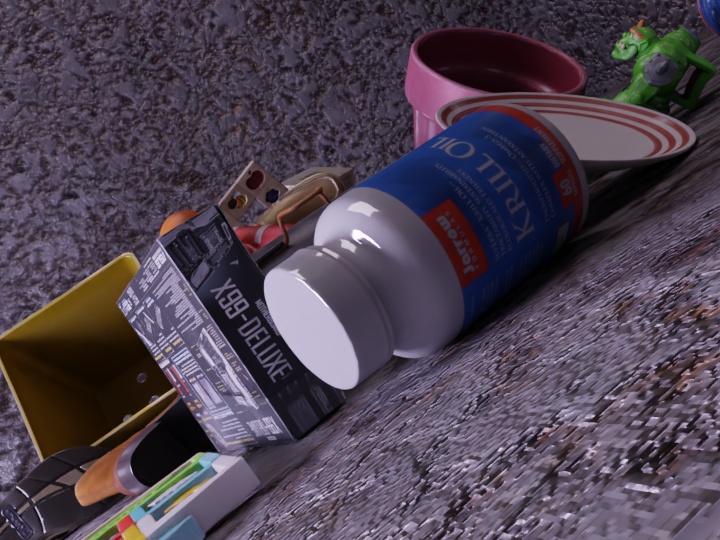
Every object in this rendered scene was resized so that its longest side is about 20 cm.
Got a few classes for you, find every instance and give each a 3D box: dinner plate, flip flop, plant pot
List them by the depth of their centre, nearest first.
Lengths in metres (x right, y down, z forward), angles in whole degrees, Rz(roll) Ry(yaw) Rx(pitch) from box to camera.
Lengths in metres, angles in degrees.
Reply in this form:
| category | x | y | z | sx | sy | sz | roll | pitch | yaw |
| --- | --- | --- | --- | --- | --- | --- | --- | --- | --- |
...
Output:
| category | x | y | z | sx | sy | sz | roll | pitch | yaw |
| --- | --- | --- | --- | --- | --- | --- | --- | --- | --- |
| dinner plate | 0.159 | -0.109 | 0.619 | 0.199 | 0.024 | 0.200 | 3 | 26 | -1 |
| flip flop | -0.336 | 0.260 | 0.818 | 0.200 | 0.081 | 0.058 | -40 | -11 | -13 |
| plant pot | 0.142 | -0.160 | 0.905 | 0.200 | 0.200 | 0.179 | -36 | -35 | -45 |
| plant pot | -0.292 | 0.138 | 0.972 | 0.200 | 0.200 | 0.177 | -35 | -29 | -6 |

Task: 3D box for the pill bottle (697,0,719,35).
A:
| category | x | y | z | sx | sy | sz | roll | pitch | yaw |
| --- | --- | --- | --- | --- | --- | --- | --- | --- | --- |
| pill bottle | 0.412 | -0.293 | 0.777 | 0.112 | 0.112 | 0.200 | -34 | 1 | 17 |

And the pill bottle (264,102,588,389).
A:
| category | x | y | z | sx | sy | sz | roll | pitch | yaw |
| --- | --- | --- | --- | --- | --- | --- | --- | --- | --- |
| pill bottle | 0.042 | -0.016 | 0.488 | 0.200 | 0.112 | 0.112 | -37 | 3 | -29 |

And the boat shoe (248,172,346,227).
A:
| category | x | y | z | sx | sy | sz | roll | pitch | yaw |
| --- | --- | --- | --- | --- | --- | --- | --- | --- | --- |
| boat shoe | -0.098 | -0.039 | 0.892 | 0.200 | 0.072 | 0.076 | -45 | -11 | 3 |

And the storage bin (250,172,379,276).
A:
| category | x | y | z | sx | sy | sz | roll | pitch | yaw |
| --- | --- | --- | --- | --- | --- | --- | --- | --- | --- |
| storage bin | 0.001 | 0.000 | 0.634 | 0.200 | 0.146 | 0.134 | -35 | 12 | -17 |

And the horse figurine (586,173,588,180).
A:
| category | x | y | z | sx | sy | sz | roll | pitch | yaw |
| --- | --- | --- | --- | --- | --- | --- | --- | --- | --- |
| horse figurine | 0.143 | -0.066 | 0.728 | 0.132 | 0.050 | 0.200 | -26 | -1 | 3 |

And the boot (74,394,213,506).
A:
| category | x | y | z | sx | sy | sz | roll | pitch | yaw |
| --- | --- | --- | --- | --- | --- | --- | --- | --- | --- |
| boot | -0.180 | 0.160 | 0.773 | 0.188 | 0.068 | 0.200 | -49 | 10 | -35 |

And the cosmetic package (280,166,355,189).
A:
| category | x | y | z | sx | sy | sz | roll | pitch | yaw |
| --- | --- | --- | --- | --- | --- | --- | --- | --- | --- |
| cosmetic package | -0.050 | -0.035 | 1.087 | 0.073 | 0.201 | 0.103 | 6 | 24 | 29 |

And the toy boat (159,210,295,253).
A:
| category | x | y | z | sx | sy | sz | roll | pitch | yaw |
| --- | --- | --- | --- | --- | --- | --- | --- | --- | --- |
| toy boat | -0.145 | -0.008 | 0.767 | 0.200 | 0.131 | 0.131 | 0 | 53 | 44 |

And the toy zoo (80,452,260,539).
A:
| category | x | y | z | sx | sy | sz | roll | pitch | yaw |
| --- | --- | --- | --- | --- | --- | --- | --- | --- | --- |
| toy zoo | -0.132 | 0.159 | 0.472 | 0.131 | 0.020 | 0.200 | -35 | 2 | -22 |

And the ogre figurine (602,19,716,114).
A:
| category | x | y | z | sx | sy | sz | roll | pitch | yaw |
| --- | --- | --- | --- | --- | --- | --- | --- | --- | --- |
| ogre figurine | 0.292 | -0.186 | 0.803 | 0.200 | 0.098 | 0.120 | -16 | -29 | -41 |

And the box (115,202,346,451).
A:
| category | x | y | z | sx | sy | sz | roll | pitch | yaw |
| --- | --- | --- | --- | --- | --- | --- | --- | --- | --- |
| box | -0.108 | 0.056 | 0.586 | 0.050 | 0.158 | 0.200 | -35 | 2 | -28 |

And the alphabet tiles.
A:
| category | x | y | z | sx | sy | sz | roll | pitch | yaw |
| --- | --- | --- | --- | --- | --- | --- | --- | --- | --- |
| alphabet tiles | -0.138 | -0.012 | 0.959 | 0.200 | 0.167 | 0.008 | -51 | 42 | 1 |
